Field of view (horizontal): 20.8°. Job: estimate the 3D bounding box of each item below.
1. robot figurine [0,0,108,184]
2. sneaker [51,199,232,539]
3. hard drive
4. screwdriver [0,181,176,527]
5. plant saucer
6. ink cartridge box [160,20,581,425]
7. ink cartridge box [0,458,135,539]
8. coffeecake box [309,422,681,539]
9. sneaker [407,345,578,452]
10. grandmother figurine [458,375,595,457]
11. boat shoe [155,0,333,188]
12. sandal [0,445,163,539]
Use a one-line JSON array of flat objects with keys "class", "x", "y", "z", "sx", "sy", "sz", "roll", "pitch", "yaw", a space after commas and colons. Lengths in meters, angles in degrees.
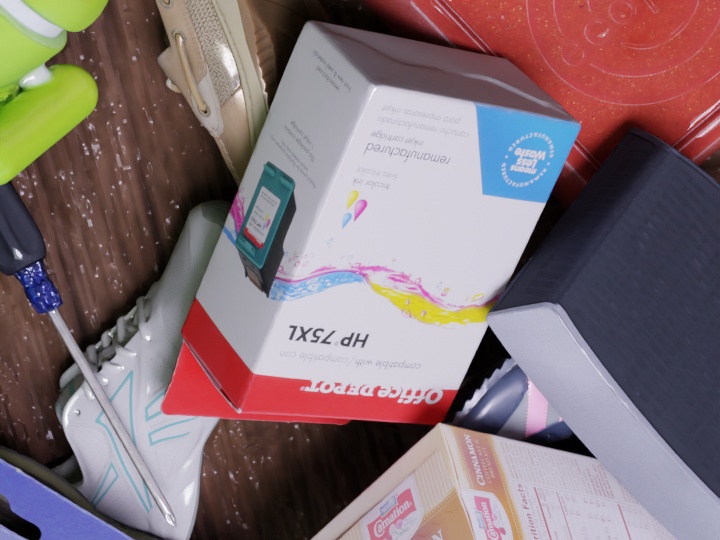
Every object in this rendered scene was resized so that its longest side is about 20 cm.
[{"class": "robot figurine", "x": -0.188, "y": -0.120, "z": 0.825, "sx": 0.200, "sy": 0.116, "sz": 0.176, "roll": -34, "pitch": 103, "yaw": 11}, {"class": "sneaker", "x": -0.104, "y": 0.055, "z": 0.950, "sx": 0.080, "sy": 0.070, "sz": 0.201, "roll": 13, "pitch": 116, "yaw": -9}, {"class": "hard drive", "x": 0.162, "y": 0.044, "z": 0.895, "sx": 0.200, "sy": 0.042, "sz": 0.135, "roll": 46, "pitch": 68, "yaw": -17}, {"class": "screwdriver", "x": -0.134, "y": 0.032, "z": 0.917, "sx": 0.200, "sy": 0.028, "sz": 0.029, "roll": 58, "pitch": 146, "yaw": 1}, {"class": "plant saucer", "x": 0.127, "y": -0.131, "z": 0.895, "sx": 0.200, "sy": 0.037, "sz": 0.200, "roll": -41, "pitch": 113, "yaw": 15}, {"class": "ink cartridge box", "x": 0.000, "y": 0.000, "z": 0.869, "sx": 0.116, "sy": 0.067, "sz": 0.200, "roll": 6, "pitch": 117, "yaw": -35}, {"class": "ink cartridge box", "x": -0.209, "y": 0.174, "z": 0.924, "sx": 0.197, "sy": 0.047, "sz": 0.200, "roll": 31, "pitch": 117, "yaw": -4}, {"class": "coffeecake box", "x": 0.074, "y": 0.158, "z": 0.934, "sx": 0.200, "sy": 0.073, "sz": 0.154, "roll": 16, "pitch": 134, "yaw": -36}, {"class": "sneaker", "x": 0.103, "y": 0.060, "z": 0.935, "sx": 0.200, "sy": 0.070, "sz": 0.082, "roll": -42, "pitch": 90, "yaw": -3}, {"class": "grandmother figurine", "x": 0.137, "y": 0.095, "z": 1.003, "sx": 0.199, "sy": 0.061, "sz": 0.122, "roll": 12, "pitch": 100, "yaw": -8}, {"class": "boat shoe", "x": -0.054, "y": -0.101, "z": 0.883, "sx": 0.064, "sy": 0.071, "sz": 0.200, "roll": 11, "pitch": 131, "yaw": 28}, {"class": "sandal", "x": -0.133, "y": 0.154, "z": 0.957, "sx": 0.201, "sy": 0.057, "sz": 0.080, "roll": 35, "pitch": 142, "yaw": -20}]
